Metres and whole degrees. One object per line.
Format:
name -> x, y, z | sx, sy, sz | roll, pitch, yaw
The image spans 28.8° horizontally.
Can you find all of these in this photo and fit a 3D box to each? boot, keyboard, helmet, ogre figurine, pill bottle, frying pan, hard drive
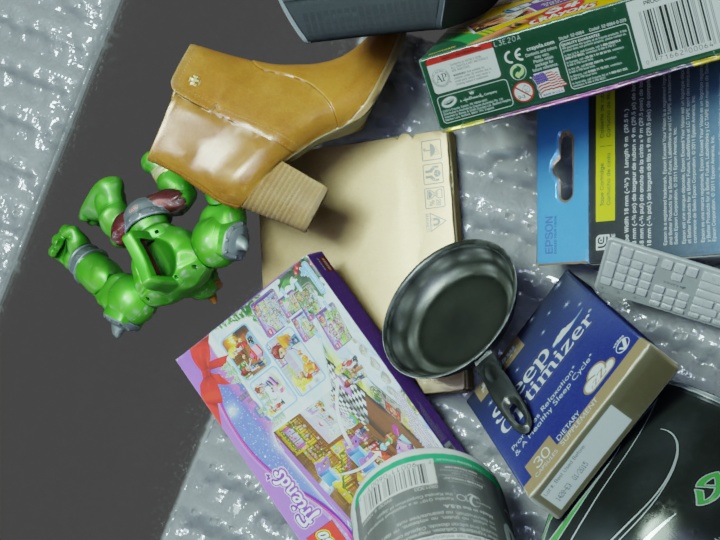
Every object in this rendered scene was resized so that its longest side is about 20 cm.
boot -> -0.062, -0.140, 1.055 | 0.144, 0.071, 0.202 | 29, 74, -2
keyboard -> 0.259, 0.024, 0.947 | 0.199, 0.056, 0.011 | 17, 58, 10
helmet -> 0.206, 0.186, 0.893 | 0.199, 0.200, 0.191 | 27, 82, 21
ogre figurine -> -0.160, -0.029, 1.107 | 0.199, 0.098, 0.120 | -24, 64, 5
pill bottle -> 0.056, 0.220, 0.921 | 0.113, 0.113, 0.200 | -32, 30, 14
frying pan -> 0.088, 0.040, 0.975 | 0.190, 0.031, 0.115 | 24, 77, 50
hard drive -> 0.033, -0.201, 1.009 | 0.134, 0.200, 0.043 | -3, 108, 20

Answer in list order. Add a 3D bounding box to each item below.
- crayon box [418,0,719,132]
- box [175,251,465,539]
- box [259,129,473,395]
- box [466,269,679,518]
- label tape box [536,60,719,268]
crayon box -> 0.155, -0.165, 0.962 | 0.199, 0.173, 0.059 | -14, 107, 18
box -> -0.028, 0.106, 1.045 | 0.137, 0.039, 0.200 | -37, 83, 17
box -> 0.000, 0.000, 1.080 | 0.163, 0.021, 0.201 | -7, 81, 19
box -> 0.131, 0.072, 0.940 | 0.032, 0.200, 0.121 | 35, 97, -15
label tape box -> 0.224, -0.075, 0.977 | 0.199, 0.063, 0.145 | -4, 82, 38
